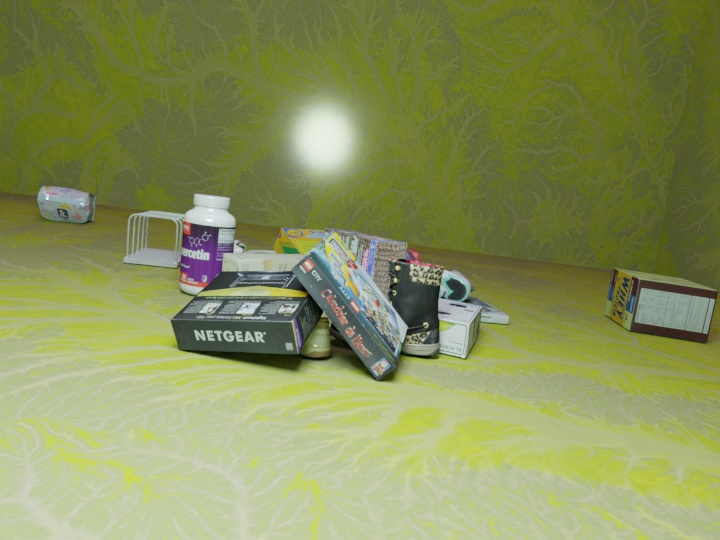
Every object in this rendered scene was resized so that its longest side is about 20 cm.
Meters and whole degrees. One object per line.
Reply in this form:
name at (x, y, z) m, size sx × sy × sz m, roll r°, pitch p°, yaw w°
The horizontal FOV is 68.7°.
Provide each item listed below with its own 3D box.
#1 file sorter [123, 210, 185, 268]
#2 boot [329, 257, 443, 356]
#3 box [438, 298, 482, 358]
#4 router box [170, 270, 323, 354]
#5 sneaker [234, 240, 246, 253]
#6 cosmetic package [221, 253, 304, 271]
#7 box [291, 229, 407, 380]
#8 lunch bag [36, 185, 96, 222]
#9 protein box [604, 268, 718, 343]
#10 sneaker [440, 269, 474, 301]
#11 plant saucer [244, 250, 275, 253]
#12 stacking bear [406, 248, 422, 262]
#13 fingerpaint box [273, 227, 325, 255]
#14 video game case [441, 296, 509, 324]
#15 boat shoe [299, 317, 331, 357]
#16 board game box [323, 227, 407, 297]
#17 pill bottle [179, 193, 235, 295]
file sorter at (-0.546, -0.091, 1.442) m, size 0.133 × 0.130 × 0.200 m, roll 6°, pitch 8°, yaw -9°
boot at (0.048, 0.057, 0.897) m, size 0.192 × 0.157 × 0.073 m, roll 8°, pitch 8°, yaw 6°
box at (0.167, 0.104, 1.013) m, size 0.113 × 0.063 × 0.199 m, roll 10°, pitch 9°, yaw 20°
router box at (-0.157, 0.057, 0.792) m, size 0.192 × 0.054 × 0.158 m, roll 0°, pitch 25°, yaw 17°
sneaker at (-0.384, -0.060, 1.533) m, size 0.096 × 0.081 × 0.200 m, roll -5°, pitch 22°, yaw -23°
cosmetic package at (-0.188, 0.022, 1.094) m, size 0.196 × 0.110 × 0.070 m, roll -3°, pitch 14°, yaw -44°
box at (-0.010, 0.046, 0.792) m, size 0.037 × 0.202 × 0.137 m, roll -35°, pitch 7°, yaw 22°
lunch bag at (-1.111, -0.250, 1.996) m, size 0.163 × 0.133 × 0.199 m, roll 7°, pitch -2°, yaw -19°
protein box at (0.801, 0.089, 1.425) m, size 0.192 × 0.140 × 0.199 m, roll 9°, pitch 9°, yaw 6°
sneaker at (0.203, 0.028, 1.373) m, size 0.195 × 0.080 × 0.139 m, roll 22°, pitch 13°, yaw 23°
plant saucer at (-0.234, -0.017, 1.491) m, size 0.192 × 0.052 × 0.200 m, roll 8°, pitch 8°, yaw -1°
stacking bear at (0.073, -0.004, 1.508) m, size 0.194 × 0.118 × 0.120 m, roll -3°, pitch 12°, yaw -31°
fingerpaint box at (-0.110, -0.032, 1.410) m, size 0.196 × 0.075 × 0.168 m, roll -1°, pitch 40°, yaw -45°
video game case at (0.247, 0.090, 1.309) m, size 0.175 × 0.024 × 0.200 m, roll 6°, pitch 8°, yaw -11°
boat shoe at (-0.113, 0.085, 0.871) m, size 0.072 × 0.065 × 0.196 m, roll -1°, pitch 12°, yaw -45°
board game box at (0.000, 0.000, 1.205) m, size 0.094 × 0.166 × 0.197 m, roll 0°, pitch 11°, yaw -39°
pill bottle at (-0.325, -0.055, 1.127) m, size 0.108 × 0.208 × 0.113 m, roll 6°, pitch 8°, yaw -1°
